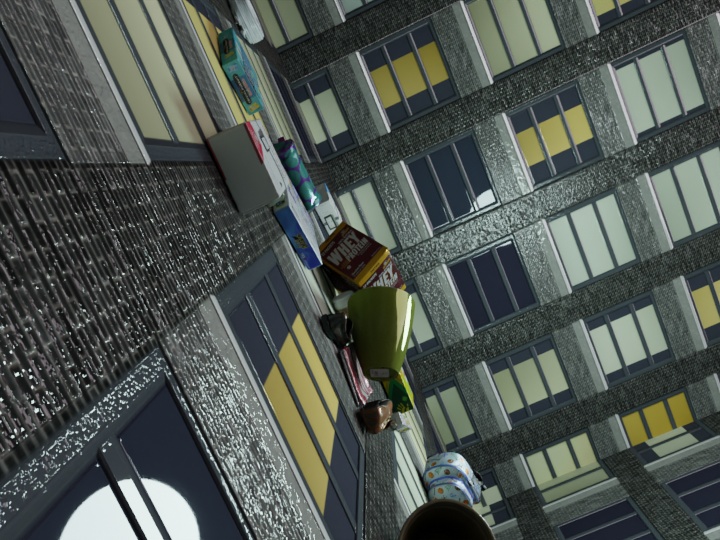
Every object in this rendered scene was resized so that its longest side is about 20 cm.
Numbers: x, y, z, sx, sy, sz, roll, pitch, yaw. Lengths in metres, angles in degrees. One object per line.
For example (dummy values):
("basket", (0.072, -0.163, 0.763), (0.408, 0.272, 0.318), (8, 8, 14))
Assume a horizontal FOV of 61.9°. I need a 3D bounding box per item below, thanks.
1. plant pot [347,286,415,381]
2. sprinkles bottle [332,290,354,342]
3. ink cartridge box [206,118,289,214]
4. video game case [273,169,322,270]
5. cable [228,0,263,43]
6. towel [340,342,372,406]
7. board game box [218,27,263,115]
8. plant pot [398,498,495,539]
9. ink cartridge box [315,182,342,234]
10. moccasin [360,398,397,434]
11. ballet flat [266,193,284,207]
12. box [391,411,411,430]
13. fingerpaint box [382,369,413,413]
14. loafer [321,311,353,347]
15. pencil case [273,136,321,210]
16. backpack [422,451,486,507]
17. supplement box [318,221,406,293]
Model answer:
("plant pot", (0.053, 0.177, 1.567), (0.188, 0.183, 0.203), (60, 27, -53))
("sprinkles bottle", (-0.012, 0.160, 1.714), (0.068, 0.067, 0.203), (-92, 159, -77))
("ink cartridge box", (-0.207, -0.205, 1.145), (0.200, 0.082, 0.147), (-95, 161, -74))
("video game case", (-0.165, -0.132, 1.508), (0.183, 0.045, 0.202), (-105, 171, -49))
("cable", (-0.423, -0.941, 2.213), (0.200, 0.068, 0.203), (16, 52, -84))
("towel", (-0.009, 0.259, 1.526), (0.200, 0.022, 0.147), (19, 52, -83))
("board game box", (-0.322, -0.534, 1.608), (0.202, 0.046, 0.152), (-107, 173, -45))
("plant pot", (0.163, 0.579, 1.212), (0.174, 0.196, 0.203), (94, -23, -62))
("ink cartridge box", (-0.117, -0.213, 2.267), (0.117, 0.067, 0.201), (-107, 173, -47))
("moccasin", (0.047, 0.357, 1.461), (0.201, 0.072, 0.079), (54, 24, -83))
("ballet flat", (-0.207, -0.222, 1.352), (0.068, 0.063, 0.202), (61, 8, -51))
("box", (0.128, 0.489, 1.926), (0.200, 0.038, 0.042), (56, 10, -66))
("fingerpaint box", (0.123, 0.395, 2.105), (0.200, 0.072, 0.170), (-36, 104, -86))
("loafer", (-0.043, 0.144, 1.485), (0.200, 0.062, 0.073), (52, 18, -72))
("pencil case", (-0.184, -0.264, 1.673), (0.093, 0.084, 0.202), (-81, 152, -50))
("backpack", (0.296, 0.715, 2.018), (0.193, 0.197, 0.154), (63, 19, -8))
("supplement box", (0.000, 0.000, 1.749), (0.196, 0.133, 0.201), (32, -18, 36))
